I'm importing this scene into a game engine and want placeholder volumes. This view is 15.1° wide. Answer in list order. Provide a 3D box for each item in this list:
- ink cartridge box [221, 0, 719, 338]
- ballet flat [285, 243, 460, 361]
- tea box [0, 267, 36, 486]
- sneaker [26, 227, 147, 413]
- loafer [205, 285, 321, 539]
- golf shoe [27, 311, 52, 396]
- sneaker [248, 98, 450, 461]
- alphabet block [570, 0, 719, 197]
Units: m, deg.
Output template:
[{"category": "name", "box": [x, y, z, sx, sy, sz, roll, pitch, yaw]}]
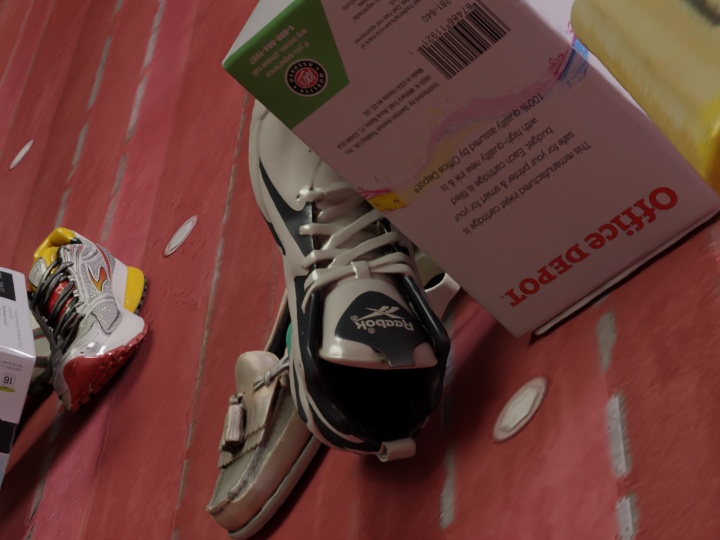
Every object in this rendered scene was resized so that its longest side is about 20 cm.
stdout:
[{"category": "ink cartridge box", "box": [0.061, -0.085, 1.253, 0.145, 0.200, 0.084, -36, 19, 40]}, {"category": "ballet flat", "box": [0.042, -0.014, 1.410, 0.200, 0.067, 0.070, -52, 41, -5]}, {"category": "tea box", "box": [-0.304, 0.104, 1.805, 0.200, 0.133, 0.198, -121, 45, -73]}, {"category": "sneaker", "box": [-0.201, 0.032, 1.882, 0.078, 0.082, 0.200, -47, 18, 11]}, {"category": "loafer", "box": [-0.042, 0.051, 1.465, 0.072, 0.063, 0.201, -28, 28, 53]}, {"category": "golf shoe", "box": [-0.267, 0.063, 1.982, 0.200, 0.088, 0.077, -55, 16, -16]}, {"category": "sneaker", "box": [0.000, 0.000, 1.296, 0.130, 0.079, 0.201, -143, 51, -69]}, {"category": "alphabet block", "box": [0.209, -0.073, 0.858, 0.197, 0.195, 0.200, -50, 18, 9]}]
